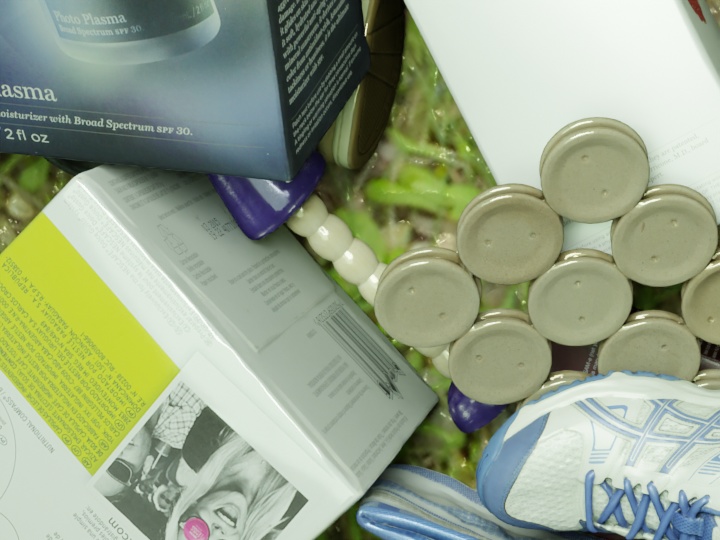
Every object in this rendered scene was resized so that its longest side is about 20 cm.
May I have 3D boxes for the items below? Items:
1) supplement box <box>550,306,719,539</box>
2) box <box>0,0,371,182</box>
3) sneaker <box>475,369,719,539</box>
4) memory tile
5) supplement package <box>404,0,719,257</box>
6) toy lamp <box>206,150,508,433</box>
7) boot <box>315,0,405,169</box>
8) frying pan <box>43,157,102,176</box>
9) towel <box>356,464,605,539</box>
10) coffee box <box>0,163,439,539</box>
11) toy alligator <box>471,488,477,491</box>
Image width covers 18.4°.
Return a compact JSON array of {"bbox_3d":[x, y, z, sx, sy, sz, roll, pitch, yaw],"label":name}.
[{"bbox_3d":[0.177,0.094,1.129,0.198,0.061,0.110,21,104,9],"label":"supplement box"},{"bbox_3d":[-0.114,-0.161,1.018,0.198,0.123,0.200,6,124,19],"label":"box"},{"bbox_3d":[0.152,0.097,1.032,0.198,0.089,0.076,-9,127,5],"label":"sneaker"},{"bbox_3d":[0.119,0.026,1.043,0.153,0.017,0.200,-38,118,22],"label":"memory tile"},{"bbox_3d":[0.110,-0.106,1.082,0.119,0.121,0.201,-27,92,16],"label":"supplement package"},{"bbox_3d":[0.000,0.000,1.131,0.058,0.058,0.200,-42,104,16],"label":"toy lamp"},{"bbox_3d":[-0.057,-0.155,1.144,0.153,0.072,0.202,2,95,14],"label":"boot"},{"bbox_3d":[-0.147,-0.134,1.158,0.114,0.031,0.192,19,126,25],"label":"frying pan"},{"bbox_3d":[0.070,0.132,1.084,0.146,0.200,0.024,21,91,4],"label":"towel"},{"bbox_3d":[-0.109,0.077,1.126,0.198,0.200,0.200,-43,87,16],"label":"coffee box"},{"bbox_3d":[0.028,0.215,1.189,0.059,0.054,0.202,19,103,10],"label":"toy alligator"}]
